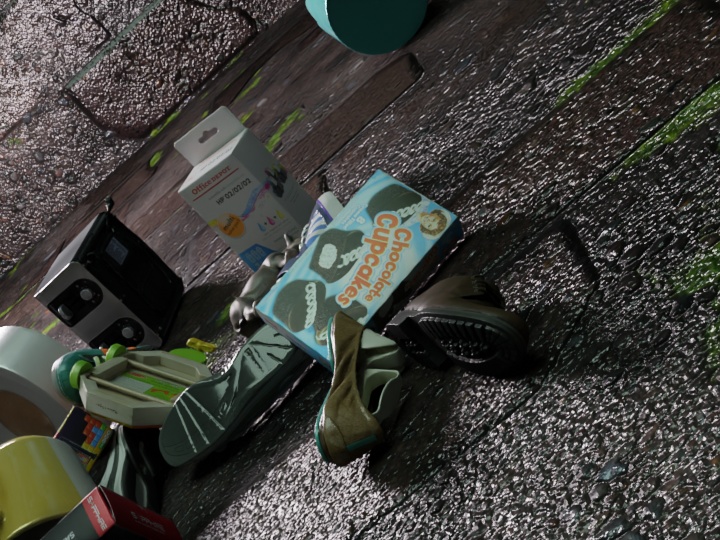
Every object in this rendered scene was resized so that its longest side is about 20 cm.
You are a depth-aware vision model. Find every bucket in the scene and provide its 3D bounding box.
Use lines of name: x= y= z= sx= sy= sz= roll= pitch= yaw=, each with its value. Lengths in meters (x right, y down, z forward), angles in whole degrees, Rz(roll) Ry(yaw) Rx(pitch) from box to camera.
bucket: x=0.012 y=-0.460 z=2.151 sx=0.207 sy=0.207 sz=0.135 roll=-42 pitch=28 yaw=5

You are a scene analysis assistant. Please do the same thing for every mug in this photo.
mug: x=-0.327 y=0.235 z=1.301 sx=0.148 sy=0.188 sz=0.154 roll=-22 pitch=43 yaw=-14

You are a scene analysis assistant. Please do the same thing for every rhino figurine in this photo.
rhino figurine: x=-0.093 y=0.006 z=1.574 sx=0.087 sy=0.060 sz=0.201 roll=-27 pitch=23 yaw=47

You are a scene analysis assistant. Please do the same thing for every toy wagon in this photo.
toy wagon: x=-0.230 y=0.126 z=1.496 sx=0.200 sy=0.153 sz=0.040 roll=-29 pitch=-49 yaw=-62

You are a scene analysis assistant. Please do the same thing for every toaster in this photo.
toaster: x=-0.365 y=0.025 z=1.917 sx=0.118 sy=0.181 sz=0.201 roll=-37 pitch=20 yaw=23

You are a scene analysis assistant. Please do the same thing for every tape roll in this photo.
tape roll: x=-0.424 y=0.169 z=1.701 sx=0.201 sy=0.203 sz=0.071 roll=-24 pitch=26 yaw=45

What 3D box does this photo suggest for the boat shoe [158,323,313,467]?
boat shoe: x=-0.129 y=0.136 z=1.373 sx=0.202 sy=0.065 sz=0.075 roll=-46 pitch=56 yaw=7

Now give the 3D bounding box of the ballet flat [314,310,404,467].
ballet flat: x=0.004 y=0.098 z=1.173 sx=0.071 sy=0.068 sz=0.201 roll=-16 pitch=26 yaw=13

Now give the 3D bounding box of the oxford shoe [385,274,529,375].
oxford shoe: x=0.091 y=0.036 z=1.095 sx=0.084 sy=0.073 sz=0.200 roll=-45 pitch=18 yaw=-14

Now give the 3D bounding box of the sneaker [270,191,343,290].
sneaker: x=-0.059 y=-0.005 z=1.489 sx=0.146 sy=0.081 sz=0.200 roll=-39 pitch=24 yaw=1

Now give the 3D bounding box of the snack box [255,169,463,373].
snack box: x=0.000 y=0.000 z=1.327 sx=0.116 sy=0.037 sz=0.200 roll=32 pitch=73 yaw=32

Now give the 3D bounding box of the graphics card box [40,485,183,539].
graphics card box: x=-0.270 y=0.298 z=1.208 sx=0.200 sy=0.125 sz=0.051 roll=-42 pitch=54 yaw=4

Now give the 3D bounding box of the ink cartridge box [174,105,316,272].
ink cartridge box: x=-0.159 y=-0.106 z=1.729 sx=0.115 sy=0.200 sz=0.068 roll=-31 pitch=22 yaw=34

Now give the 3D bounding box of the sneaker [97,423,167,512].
sneaker: x=-0.280 y=0.238 z=1.439 sx=0.115 sy=0.076 sz=0.201 roll=-37 pitch=22 yaw=13

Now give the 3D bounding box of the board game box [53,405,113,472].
board game box: x=-0.350 y=0.241 z=1.495 sx=0.167 sy=0.056 sz=0.200 roll=-59 pitch=6 yaw=-12

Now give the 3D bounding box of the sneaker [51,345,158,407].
sneaker: x=-0.286 y=0.121 z=1.582 sx=0.079 sy=0.072 sz=0.199 roll=-21 pitch=-13 yaw=30
